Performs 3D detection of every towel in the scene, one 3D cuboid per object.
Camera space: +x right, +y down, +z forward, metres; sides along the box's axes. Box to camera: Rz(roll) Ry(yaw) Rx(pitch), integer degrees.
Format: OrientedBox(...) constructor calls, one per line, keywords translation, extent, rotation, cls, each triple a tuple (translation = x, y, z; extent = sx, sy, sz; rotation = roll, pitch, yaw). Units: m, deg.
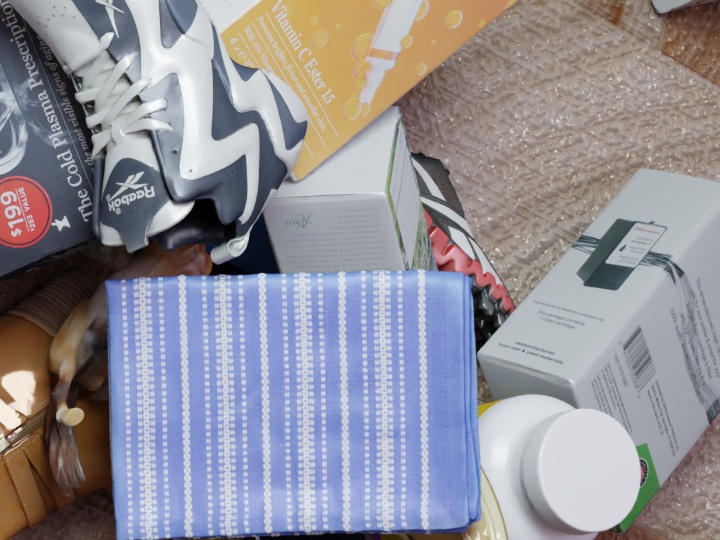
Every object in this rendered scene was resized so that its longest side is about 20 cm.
OrientedBox(translation=(-0.036, 0.074, 1.263), extent=(0.200, 0.024, 0.145), rotation=(-1, 93, -4), cls="towel")

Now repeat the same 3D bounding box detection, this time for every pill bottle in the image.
OrientedBox(translation=(0.086, 0.133, 1.453), extent=(0.104, 0.200, 0.104), rotation=(6, 77, -28), cls="pill bottle")

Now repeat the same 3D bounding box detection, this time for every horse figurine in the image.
OrientedBox(translation=(-0.126, 0.029, 1.333), extent=(0.050, 0.133, 0.200), rotation=(39, 92, -21), cls="horse figurine")

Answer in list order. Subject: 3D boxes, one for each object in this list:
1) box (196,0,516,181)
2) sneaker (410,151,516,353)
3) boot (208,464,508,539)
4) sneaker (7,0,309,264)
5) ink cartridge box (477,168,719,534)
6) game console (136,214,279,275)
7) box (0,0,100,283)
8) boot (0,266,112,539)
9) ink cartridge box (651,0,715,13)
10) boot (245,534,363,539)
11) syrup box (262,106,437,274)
OrientedBox(translation=(-0.009, -0.171, 1.348), extent=(0.200, 0.097, 0.124), rotation=(-40, 135, -8), cls="box")
OrientedBox(translation=(0.044, -0.020, 1.532), extent=(0.200, 0.071, 0.098), rotation=(45, 37, -31), cls="sneaker")
OrientedBox(translation=(-0.020, 0.125, 1.330), extent=(0.155, 0.073, 0.200), rotation=(-14, 45, -26), cls="boot")
OrientedBox(translation=(-0.120, -0.078, 1.223), extent=(0.199, 0.079, 0.130), rotation=(43, 46, -32), cls="sneaker")
OrientedBox(translation=(0.182, 0.050, 1.562), extent=(0.200, 0.083, 0.147), rotation=(-46, 133, -29), cls="ink cartridge box")
OrientedBox(translation=(-0.059, -0.090, 1.469), extent=(0.118, 0.171, 0.200), rotation=(14, 71, 2), cls="game console")
OrientedBox(translation=(-0.231, -0.088, 1.322), extent=(0.182, 0.104, 0.200), rotation=(-23, 91, 10), cls="box")
OrientedBox(translation=(-0.163, 0.114, 1.392), extent=(0.200, 0.074, 0.155), rotation=(45, 60, -1), cls="boot")
OrientedBox(translation=(0.319, -0.256, 1.695), extent=(0.200, 0.146, 0.086), rotation=(-13, 88, -31), cls="ink cartridge box")
OrientedBox(translation=(0.004, 0.181, 1.416), extent=(0.076, 0.168, 0.200), rotation=(-7, 83, -31), cls="boot")
OrientedBox(translation=(0.000, 0.000, 1.431), extent=(0.200, 0.081, 0.079), rotation=(76, 17, -44), cls="syrup box")
